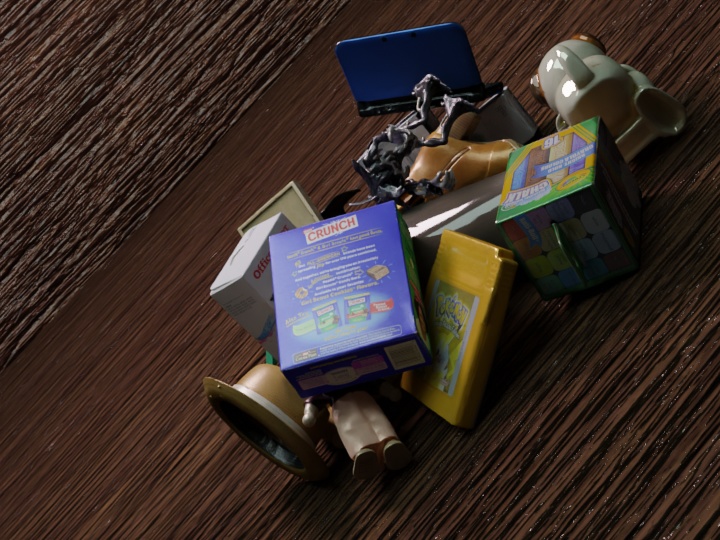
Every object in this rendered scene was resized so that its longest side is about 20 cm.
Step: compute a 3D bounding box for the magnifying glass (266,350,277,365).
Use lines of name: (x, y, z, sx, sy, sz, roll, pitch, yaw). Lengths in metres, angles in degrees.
magnifying glass: (-0.123, 0.152, 1.792, 0.022, 0.079, 0.202, -19, 42, 44)

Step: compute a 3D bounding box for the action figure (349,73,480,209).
action figure: (0.067, -0.153, 1.581, 0.201, 0.118, 0.102, -57, 29, -4)

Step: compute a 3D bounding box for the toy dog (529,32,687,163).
toy dog: (0.285, -0.221, 1.539, 0.140, 0.193, 0.201, -51, 23, 17)

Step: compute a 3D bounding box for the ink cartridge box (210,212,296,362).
ink cartridge box: (-0.101, 0.041, 1.761, 0.082, 0.200, 0.146, -25, 27, 43)

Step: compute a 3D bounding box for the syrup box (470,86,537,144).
syrup box: (0.167, -0.182, 1.832, 0.199, 0.079, 0.081, -38, 6, 18)

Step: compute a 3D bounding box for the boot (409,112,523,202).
boot: (0.165, -0.118, 1.641, 0.145, 0.201, 0.071, -58, -23, 13)

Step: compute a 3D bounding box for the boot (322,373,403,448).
boot: (-0.002, 0.128, 1.569, 0.202, 0.071, 0.144, -52, 26, -1)

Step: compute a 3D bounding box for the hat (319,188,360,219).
hat: (-0.059, -0.049, 2.022, 0.200, 0.081, 0.201, -39, -3, -2)

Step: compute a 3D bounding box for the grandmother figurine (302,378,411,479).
grandmother figurine: (-0.013, 0.160, 1.439, 0.120, 0.061, 0.201, -7, 37, -17)

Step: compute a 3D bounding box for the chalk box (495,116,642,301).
chalk box: (0.236, -0.057, 1.365, 0.123, 0.125, 0.201, -21, 27, 28)

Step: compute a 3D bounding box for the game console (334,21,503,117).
game console: (0.088, -0.294, 1.757, 0.198, 0.120, 0.171, -4, 13, 24)

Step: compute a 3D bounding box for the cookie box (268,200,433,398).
cookie box: (-0.014, 0.032, 1.449, 0.169, 0.075, 0.202, -15, 52, 10)

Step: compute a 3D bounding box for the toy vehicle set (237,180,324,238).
toy vehicle set: (-0.096, -0.024, 1.917, 0.124, 0.201, 0.026, -38, -16, 15)

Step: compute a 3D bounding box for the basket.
basket: (0.145, -0.040, 1.538, 0.199, 0.136, 0.182, -26, 34, 33)

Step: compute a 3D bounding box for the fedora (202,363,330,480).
fedora: (-0.103, 0.176, 1.504, 0.082, 0.201, 0.200, -50, 20, -21)

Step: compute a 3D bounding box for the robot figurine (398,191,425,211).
robot figurine: (0.093, -0.089, 1.765, 0.200, 0.145, 0.059, -40, 56, 17)

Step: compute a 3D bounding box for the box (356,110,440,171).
box: (0.064, -0.186, 1.818, 0.116, 0.060, 0.200, -38, 6, 14)

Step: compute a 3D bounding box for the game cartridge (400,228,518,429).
game cartridge: (0.111, 0.062, 1.400, 0.176, 0.032, 0.203, -154, 77, -69)
